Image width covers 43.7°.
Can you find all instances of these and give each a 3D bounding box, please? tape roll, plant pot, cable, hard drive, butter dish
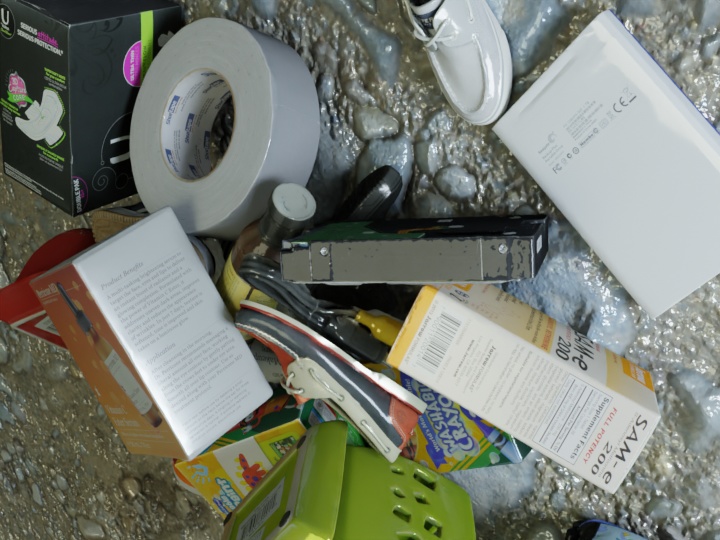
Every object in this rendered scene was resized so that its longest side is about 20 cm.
[{"bbox_3d":[-0.133,-0.131,0.851,0.198,0.066,0.204,-5,82,39],"label":"tape roll"},{"bbox_3d":[-0.025,0.270,0.808,0.181,0.200,0.200,37,111,-12],"label":"plant pot"},{"bbox_3d":[-0.030,0.031,0.800,0.199,0.051,0.097,36,163,-27],"label":"cable"},{"bbox_3d":[0.049,-0.018,0.726,0.196,0.140,0.039,0,99,15],"label":"hard drive"},{"bbox_3d":[0.208,-0.077,0.690,0.201,0.025,0.132,51,132,7],"label":"hard drive"},{"bbox_3d":[-0.312,0.013,1.068,0.198,0.150,0.198,-17,143,42],"label":"butter dish"}]

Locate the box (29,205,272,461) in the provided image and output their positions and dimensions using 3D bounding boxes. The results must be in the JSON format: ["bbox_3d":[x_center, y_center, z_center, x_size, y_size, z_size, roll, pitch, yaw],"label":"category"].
[{"bbox_3d":[-0.200,0.063,0.848,0.151,0.106,0.202,-13,108,56],"label":"box"}]

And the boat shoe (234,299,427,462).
[{"bbox_3d":[-0.033,0.097,0.805,0.199,0.063,0.071,34,173,-10],"label":"boat shoe"}]

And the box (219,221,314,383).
[{"bbox_3d":[-0.086,0.013,0.932,0.081,0.068,0.203,1,110,38],"label":"box"}]

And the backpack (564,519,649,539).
[{"bbox_3d":[0.253,0.342,0.771,0.197,0.147,0.186,12,120,30],"label":"backpack"}]

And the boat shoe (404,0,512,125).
[{"bbox_3d":[0.065,-0.210,0.710,0.071,0.068,0.203,-2,109,38],"label":"boat shoe"}]

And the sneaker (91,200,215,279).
[{"bbox_3d":[-0.190,-0.038,0.954,0.198,0.108,0.071,19,117,42],"label":"sneaker"}]

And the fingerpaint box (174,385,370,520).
[{"bbox_3d":[-0.067,0.224,0.949,0.165,0.074,0.201,-24,116,26],"label":"fingerpaint box"}]

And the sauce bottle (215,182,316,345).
[{"bbox_3d":[-0.091,-0.003,0.824,0.065,0.064,0.200,47,139,10],"label":"sauce bottle"}]

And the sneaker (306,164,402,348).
[{"bbox_3d":[0.000,0.001,0.865,0.104,0.060,0.200,36,111,-15],"label":"sneaker"}]

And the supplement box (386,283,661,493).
[{"bbox_3d":[0.132,0.078,0.722,0.198,0.126,0.074,29,105,8],"label":"supplement box"}]

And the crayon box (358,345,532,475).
[{"bbox_3d":[0.065,0.132,0.883,0.198,0.051,0.127,-19,98,42],"label":"crayon box"}]

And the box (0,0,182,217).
[{"bbox_3d":[-0.282,-0.187,0.937,0.123,0.148,0.203,28,126,26],"label":"box"}]

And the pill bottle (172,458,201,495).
[{"bbox_3d":[-0.163,0.149,1.028,0.108,0.109,0.203,21,122,28],"label":"pill bottle"}]
